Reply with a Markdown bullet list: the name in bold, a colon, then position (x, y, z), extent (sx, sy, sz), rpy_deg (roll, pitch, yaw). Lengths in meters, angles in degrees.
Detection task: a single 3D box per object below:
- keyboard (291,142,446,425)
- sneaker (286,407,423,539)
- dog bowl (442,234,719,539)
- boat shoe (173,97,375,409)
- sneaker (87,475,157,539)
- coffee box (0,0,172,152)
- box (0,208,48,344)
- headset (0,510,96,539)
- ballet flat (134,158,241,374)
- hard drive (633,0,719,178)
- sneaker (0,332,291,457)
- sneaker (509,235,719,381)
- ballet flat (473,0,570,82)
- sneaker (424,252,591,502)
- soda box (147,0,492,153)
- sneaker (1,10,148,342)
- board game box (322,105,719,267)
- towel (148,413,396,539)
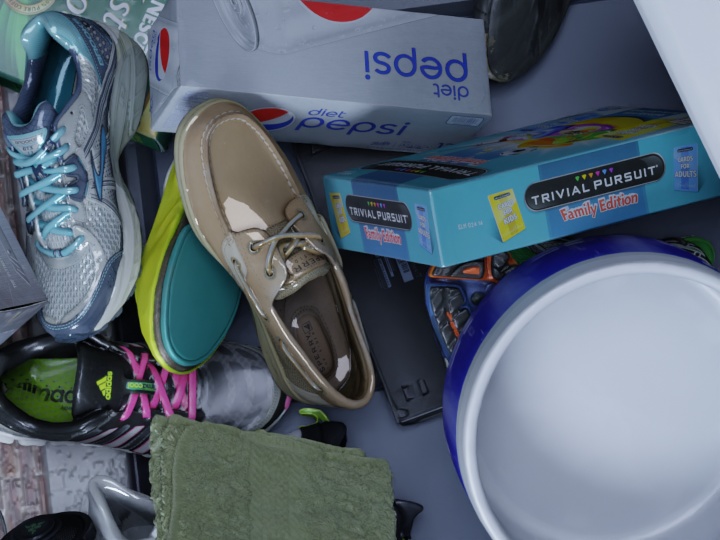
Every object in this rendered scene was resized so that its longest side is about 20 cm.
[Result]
- **keyboard**: position (0.000, 0.000, 1.730), extent (0.127, 0.021, 0.201), rpy_deg (-19, 79, -7)
- **sneaker**: position (0.009, 0.171, 1.671), extent (0.083, 0.072, 0.200), rpy_deg (-33, 80, -5)
- **dog bowl**: position (0.149, 0.083, 1.608), extent (0.199, 0.079, 0.201), rpy_deg (-2, 104, -8)
- **boat shoe**: position (-0.043, -0.010, 1.643), extent (0.071, 0.064, 0.200), rpy_deg (-35, 113, -21)
- **sneaker**: position (-0.087, 0.176, 1.622), extent (0.200, 0.089, 0.075), rpy_deg (20, 51, 36)
- **coffee box**: position (-0.189, -0.167, 1.754), extent (0.199, 0.044, 0.123), rpy_deg (24, 82, 6)
- **box**: position (-0.287, -0.023, 1.680), extent (0.158, 0.048, 0.200), rpy_deg (-38, 74, 37)
- **headset**: position (-0.192, 0.199, 1.653), extent (0.094, 0.124, 0.200), rpy_deg (-31, 48, -28)
- **ballet flat**: position (-0.101, -0.023, 1.701), extent (0.067, 0.067, 0.201), rpy_deg (-11, 53, 42)
- **hard drive**: position (0.225, -0.142, 1.541), extent (0.132, 0.027, 0.201), rpy_deg (-25, 80, 0)
- **sneaker**: position (-0.141, 0.073, 1.686), extent (0.199, 0.087, 0.074), rpy_deg (1, 80, 3)
- **sneaker**: position (0.164, 0.012, 1.701), extent (0.199, 0.078, 0.085), rpy_deg (23, 74, -3)
- **ballet flat**: position (0.102, -0.213, 1.756), extent (0.066, 0.057, 0.201), rpy_deg (19, 78, -40)
- **sneaker**: position (0.087, 0.068, 1.676), extent (0.075, 0.078, 0.201), rpy_deg (-15, 105, -4)
- **soda box**: position (-0.025, -0.118, 1.690), extent (0.199, 0.063, 0.069), rpy_deg (5, 67, -20)
- **sneaker**: position (-0.180, -0.058, 1.658), extent (0.077, 0.086, 0.201), rpy_deg (-10, 71, 27)
- **board game box**: position (0.100, -0.052, 1.634), extent (0.199, 0.151, 0.047), rpy_deg (-14, 100, -22)
- **towel**: position (-0.047, 0.162, 1.576), extent (0.148, 0.037, 0.200), rpy_deg (11, 39, -16)
